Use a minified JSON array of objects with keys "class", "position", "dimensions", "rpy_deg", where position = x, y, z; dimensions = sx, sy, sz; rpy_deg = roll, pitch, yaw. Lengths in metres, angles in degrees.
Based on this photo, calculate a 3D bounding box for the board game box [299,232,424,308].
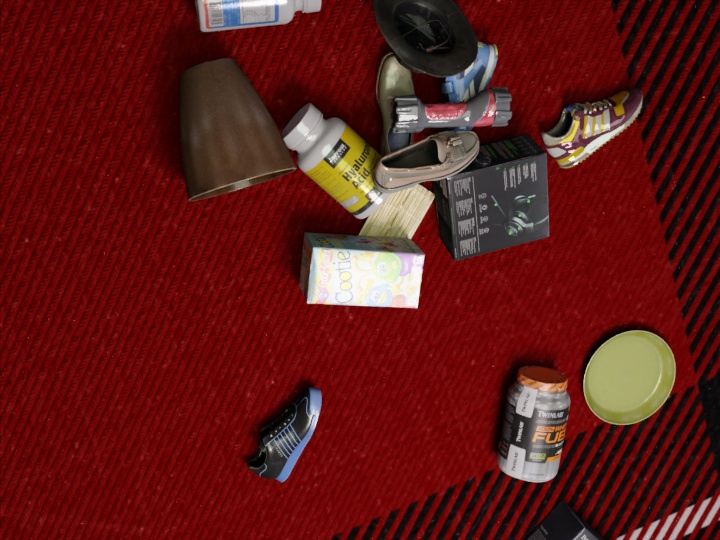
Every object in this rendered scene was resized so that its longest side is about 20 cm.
[{"class":"board game box","position":[0.000,0.000,1.705],"dimensions":[0.198,0.105,0.104],"rpy_deg":[3,106,-13]}]

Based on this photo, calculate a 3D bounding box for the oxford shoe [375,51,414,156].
[{"class":"oxford shoe","position":[0.068,-0.277,1.671],"dimensions":[0.070,0.074,0.202],"rpy_deg":[-8,106,-7]}]

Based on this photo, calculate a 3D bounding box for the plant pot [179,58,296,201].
[{"class":"plant pot","position":[-0.221,-0.237,1.582],"dimensions":[0.186,0.187,0.201],"rpy_deg":[-17,93,-7]}]

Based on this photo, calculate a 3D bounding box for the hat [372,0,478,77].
[{"class":"hat","position":[0.097,-0.396,1.633],"dimensions":[0.199,0.081,0.202],"rpy_deg":[9,64,-19]}]

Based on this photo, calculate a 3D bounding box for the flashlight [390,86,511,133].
[{"class":"flashlight","position":[0.152,-0.273,1.621],"dimensions":[0.198,0.068,0.068],"rpy_deg":[-2,72,-10]}]

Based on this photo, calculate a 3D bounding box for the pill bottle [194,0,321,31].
[{"class":"pill bottle","position":[-0.167,-0.450,1.553],"dimensions":[0.198,0.112,0.113],"rpy_deg":[-8,107,-11]}]

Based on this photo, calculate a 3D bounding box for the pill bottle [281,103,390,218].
[{"class":"pill bottle","position":[-0.039,-0.190,1.654],"dimensions":[0.200,0.111,0.111],"rpy_deg":[39,95,-19]}]

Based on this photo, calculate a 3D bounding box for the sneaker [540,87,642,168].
[{"class":"sneaker","position":[0.421,-0.278,1.747],"dimensions":[0.200,0.075,0.090],"rpy_deg":[-42,115,1]}]

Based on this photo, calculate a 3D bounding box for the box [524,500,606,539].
[{"class":"box","position":[0.431,0.622,1.981],"dimensions":[0.196,0.117,0.200],"rpy_deg":[41,93,-19]}]

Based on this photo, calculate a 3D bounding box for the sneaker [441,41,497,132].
[{"class":"sneaker","position":[0.172,-0.309,1.689],"dimensions":[0.082,0.074,0.201],"rpy_deg":[16,94,-15]}]

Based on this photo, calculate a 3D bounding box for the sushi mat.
[{"class":"sushi mat","position":[0.051,-0.074,1.757],"dimensions":[0.095,0.012,0.201],"rpy_deg":[27,99,-18]}]

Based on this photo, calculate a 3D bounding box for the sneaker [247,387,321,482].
[{"class":"sneaker","position":[-0.141,0.301,1.792],"dimensions":[0.077,0.070,0.201],"rpy_deg":[21,101,-23]}]

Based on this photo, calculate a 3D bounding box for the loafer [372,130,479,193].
[{"class":"loafer","position":[0.114,-0.189,1.607],"dimensions":[0.199,0.063,0.072],"rpy_deg":[-24,65,-13]}]

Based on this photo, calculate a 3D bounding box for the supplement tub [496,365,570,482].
[{"class":"supplement tub","position":[0.337,0.295,1.865],"dimensions":[0.122,0.123,0.202],"rpy_deg":[3,105,-13]}]

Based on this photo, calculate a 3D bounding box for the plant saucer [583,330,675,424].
[{"class":"plant saucer","position":[0.534,0.211,1.932],"dimensions":[0.198,0.031,0.202],"rpy_deg":[-3,106,-12]}]

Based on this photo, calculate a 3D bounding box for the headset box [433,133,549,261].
[{"class":"headset box","position":[0.240,-0.133,1.719],"dimensions":[0.199,0.093,0.175],"rpy_deg":[-15,123,-7]}]
